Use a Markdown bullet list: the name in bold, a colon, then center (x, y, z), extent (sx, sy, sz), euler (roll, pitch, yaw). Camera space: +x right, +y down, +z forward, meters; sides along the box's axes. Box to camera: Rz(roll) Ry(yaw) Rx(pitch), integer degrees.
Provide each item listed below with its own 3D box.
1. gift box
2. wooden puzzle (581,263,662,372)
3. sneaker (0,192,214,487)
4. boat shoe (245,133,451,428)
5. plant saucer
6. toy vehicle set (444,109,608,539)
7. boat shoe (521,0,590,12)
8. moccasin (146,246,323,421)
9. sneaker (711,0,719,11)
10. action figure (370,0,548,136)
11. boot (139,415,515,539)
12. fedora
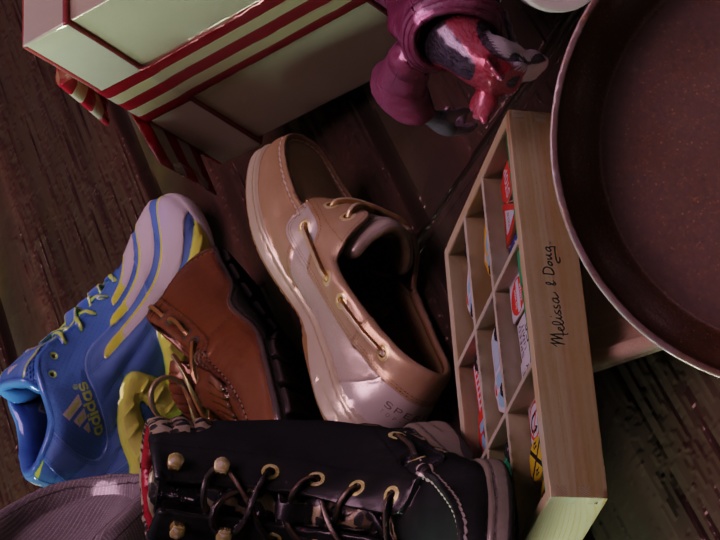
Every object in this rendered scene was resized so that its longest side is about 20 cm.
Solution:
- **gift box**: center (-0.073, -0.168, 1.444), extent (0.186, 0.200, 0.185), euler (-23, 50, 30)
- **wooden puzzle**: center (0.167, -0.059, 1.166), extent (0.185, 0.037, 0.201), euler (-22, 52, 50)
- **sneaker**: center (-0.145, 0.041, 1.504), extent (0.076, 0.105, 0.201), euler (-17, 60, 51)
- **boat shoe**: center (0.000, 0.000, 1.350), extent (0.069, 0.074, 0.201), euler (-45, 50, 30)
- **plant saucer**: center (0.175, -0.051, 1.046), extent (0.034, 0.199, 0.201), euler (32, -104, -81)
- **toy vehicle set**: center (0.073, 0.043, 1.208), extent (0.124, 0.026, 0.201), euler (111, 159, -55)
- **boat shoe**: center (0.091, -0.208, 1.200), extent (0.062, 0.072, 0.201), euler (147, 128, -71)
- **moccasin**: center (-0.070, 0.058, 1.399), extent (0.078, 0.074, 0.201), euler (-39, 39, 2)
- **sneaker**: center (0.136, -0.159, 1.114), extent (0.082, 0.073, 0.200), euler (-36, 85, 29)
- **action figure**: center (0.037, -0.144, 1.236), extent (0.134, 0.149, 0.200), euler (-45, 31, 18)
- **boot**: center (-0.017, 0.110, 1.176), extent (0.204, 0.153, 0.074), euler (-137, 50, -76)
- **fedora**: center (-0.151, 0.172, 1.369), extent (0.176, 0.091, 0.200), euler (1, 31, 36)
